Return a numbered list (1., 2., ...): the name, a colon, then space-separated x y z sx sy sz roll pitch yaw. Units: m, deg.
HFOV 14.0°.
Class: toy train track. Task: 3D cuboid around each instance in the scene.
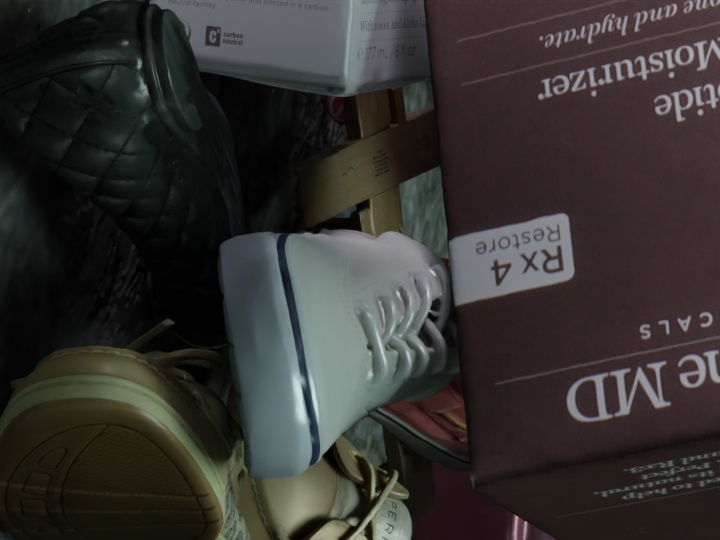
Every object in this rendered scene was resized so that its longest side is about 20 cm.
1. toy train track: 0.000 0.000 1.138 0.115 0.032 0.201 -26 112 -55

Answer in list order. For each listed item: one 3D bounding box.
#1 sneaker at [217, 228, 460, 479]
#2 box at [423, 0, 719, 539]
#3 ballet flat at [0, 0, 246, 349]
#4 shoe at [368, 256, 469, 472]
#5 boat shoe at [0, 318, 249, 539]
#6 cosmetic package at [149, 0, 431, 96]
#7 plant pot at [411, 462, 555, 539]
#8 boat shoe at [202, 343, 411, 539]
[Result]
1. sneaker: -0.003 0.016 0.925 0.200 0.071 0.073 -69 151 -78
2. box: 0.129 -0.020 0.966 0.164 0.165 0.201 37 45 -62
3. ballet flat: -0.070 -0.030 0.942 0.200 0.057 0.067 72 12 -64
4. shoe: 0.056 0.036 1.111 0.200 0.091 0.072 25 71 -56
5. boat shoe: -0.072 0.060 0.928 0.200 0.073 0.063 83 12 -67
6. cosmetic package: -0.008 -0.166 0.987 0.113 0.081 0.201 -17 115 -63
7. plant pot: 0.137 0.105 1.378 0.200 0.179 0.201 8 90 -70
8. boat shoe: -0.013 0.095 1.101 0.200 0.069 0.074 69 33 -56
